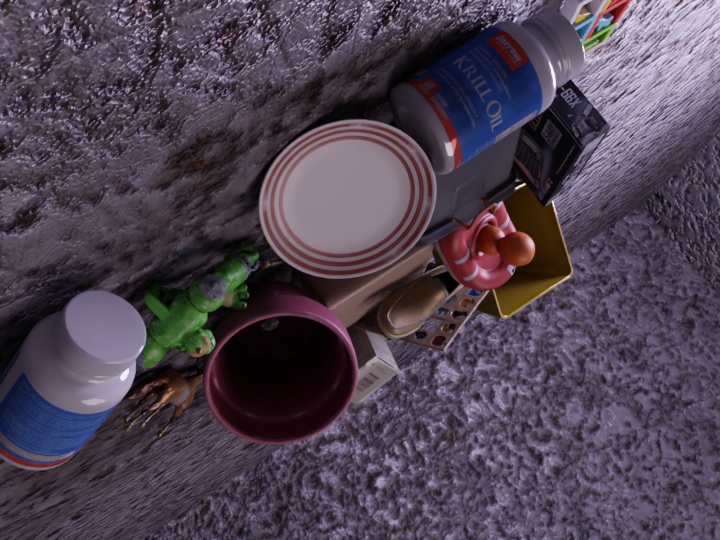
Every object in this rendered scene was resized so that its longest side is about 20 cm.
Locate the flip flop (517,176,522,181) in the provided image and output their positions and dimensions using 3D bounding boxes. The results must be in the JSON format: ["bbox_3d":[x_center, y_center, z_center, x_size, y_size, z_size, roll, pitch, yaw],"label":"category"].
[{"bbox_3d":[0.336,-0.215,1.394,0.200,0.081,0.058,-35,-178,-25],"label":"flip flop"}]

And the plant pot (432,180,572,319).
[{"bbox_3d":[0.238,-0.045,1.435,0.200,0.201,0.176,-28,-164,-31],"label":"plant pot"}]

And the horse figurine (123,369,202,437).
[{"bbox_3d":[-0.309,0.200,1.231,0.133,0.050,0.200,-47,162,-7],"label":"horse figurine"}]

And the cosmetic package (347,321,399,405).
[{"bbox_3d":[-0.021,0.118,1.345,0.103,0.200,0.073,-39,133,15],"label":"cosmetic package"}]

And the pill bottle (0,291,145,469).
[{"bbox_3d":[-0.301,0.112,0.798,0.200,0.112,0.112,-44,164,35],"label":"pill bottle"}]

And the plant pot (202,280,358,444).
[{"bbox_3d":[-0.114,0.106,1.067,0.200,0.200,0.179,-37,-155,7],"label":"plant pot"}]

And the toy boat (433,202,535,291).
[{"bbox_3d":[0.196,-0.042,1.147,0.131,0.130,0.200,-57,146,-13],"label":"toy boat"}]

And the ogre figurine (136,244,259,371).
[{"bbox_3d":[-0.208,0.053,0.918,0.199,0.098,0.120,-22,-174,7],"label":"ogre figurine"}]

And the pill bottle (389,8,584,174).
[{"bbox_3d":[0.141,-0.202,0.855,0.200,0.112,0.112,-35,167,-9],"label":"pill bottle"}]

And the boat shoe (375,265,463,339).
[{"bbox_3d":[0.103,0.036,1.210,0.200,0.072,0.076,-38,-176,-41],"label":"boat shoe"}]

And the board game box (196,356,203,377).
[{"bbox_3d":[-0.146,0.140,1.248,0.199,0.035,0.135,4,159,-30],"label":"board game box"}]

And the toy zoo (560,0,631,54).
[{"bbox_3d":[0.298,-0.330,0.997,0.131,0.020,0.200,-32,167,-15],"label":"toy zoo"}]

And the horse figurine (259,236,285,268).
[{"bbox_3d":[-0.047,-0.061,0.978,0.132,0.050,0.200,-14,160,-37],"label":"horse figurine"}]

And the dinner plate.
[{"bbox_3d":[-0.014,-0.078,0.865,0.199,0.024,0.201,-6,125,-8],"label":"dinner plate"}]

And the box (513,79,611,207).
[{"bbox_3d":[0.234,-0.190,1.024,0.050,0.158,0.200,-33,167,-9],"label":"box"}]

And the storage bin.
[{"bbox_3d":[0.118,-0.138,0.992,0.200,0.146,0.134,-31,156,-21],"label":"storage bin"}]

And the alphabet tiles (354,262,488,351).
[{"bbox_3d":[0.111,0.052,1.291,0.200,0.167,0.008,-46,136,-40],"label":"alphabet tiles"}]

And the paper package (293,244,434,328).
[{"bbox_3d":[0.000,0.000,1.215,0.200,0.104,0.191,-32,166,-14],"label":"paper package"}]
